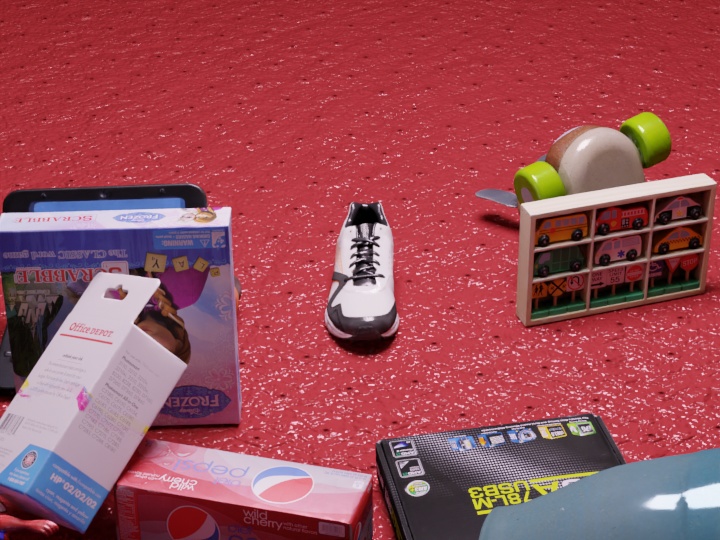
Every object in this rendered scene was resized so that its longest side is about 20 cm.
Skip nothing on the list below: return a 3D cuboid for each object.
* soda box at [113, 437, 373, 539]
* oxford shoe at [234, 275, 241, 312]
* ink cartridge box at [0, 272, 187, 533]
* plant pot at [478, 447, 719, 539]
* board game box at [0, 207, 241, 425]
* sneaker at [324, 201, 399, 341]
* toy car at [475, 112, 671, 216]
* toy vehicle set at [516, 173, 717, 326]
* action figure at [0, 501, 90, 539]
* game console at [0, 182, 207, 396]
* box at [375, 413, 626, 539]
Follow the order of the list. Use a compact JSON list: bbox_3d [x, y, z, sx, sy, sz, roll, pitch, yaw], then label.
[{"bbox_3d":[-0.093,0.190,1.284,0.200,0.064,0.070,7,30,14],"label":"soda box"},{"bbox_3d":[-0.217,0.018,1.604,0.200,0.071,0.073,9,21,1],"label":"oxford shoe"},{"bbox_3d":[-0.220,0.103,1.309,0.115,0.068,0.200,6,60,53],"label":"ink cartridge box"},{"bbox_3d":[0.184,0.225,1.102,0.188,0.200,0.200,-8,26,20],"label":"plant pot"},{"bbox_3d":[-0.208,0.044,1.410,0.200,0.200,0.041,-2,27,0],"label":"board game box"},{"bbox_3d":[0.000,0.000,1.608,0.074,0.080,0.200,-1,31,-3],"label":"sneaker"},{"bbox_3d":[0.213,-0.089,1.706,0.164,0.158,0.200,-25,25,-19],"label":"toy car"},{"bbox_3d":[0.252,-0.021,1.588,0.200,0.124,0.027,-10,30,-15],"label":"toy vehicle set"},{"bbox_3d":[-0.252,0.232,1.216,0.099,0.065,0.200,-14,32,-9],"label":"action figure"},{"bbox_3d":[-0.245,0.018,1.510,0.200,0.117,0.176,-2,40,4],"label":"game console"},{"bbox_3d":[0.125,0.194,1.289,0.200,0.048,0.193,-6,27,-7],"label":"box"}]
